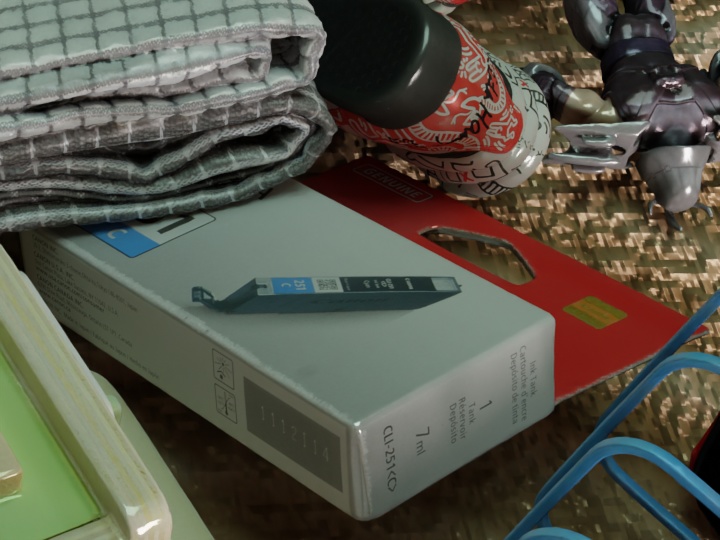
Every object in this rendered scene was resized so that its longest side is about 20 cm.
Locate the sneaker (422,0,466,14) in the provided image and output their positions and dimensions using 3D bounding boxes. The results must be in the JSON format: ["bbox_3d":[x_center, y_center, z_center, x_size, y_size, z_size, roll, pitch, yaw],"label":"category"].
[{"bbox_3d":[0.057,-0.198,0.929,0.077,0.085,0.201,45,46,-37],"label":"sneaker"}]

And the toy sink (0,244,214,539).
[{"bbox_3d":[-0.136,0.077,0.695,0.199,0.112,0.131,-18,56,-30],"label":"toy sink"}]

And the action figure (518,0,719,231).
[{"bbox_3d":[0.120,-0.105,0.974,0.130,0.069,0.201,0,61,-26],"label":"action figure"}]

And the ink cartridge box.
[{"bbox_3d":[0.000,0.000,0.807,0.176,0.045,0.200,-26,37,-34],"label":"ink cartridge box"}]

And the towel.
[{"bbox_3d":[-0.125,-0.086,0.829,0.199,0.086,0.166,-12,42,-11],"label":"towel"}]

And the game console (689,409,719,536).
[{"bbox_3d":[0.209,0.069,0.746,0.177,0.200,0.031,38,50,18],"label":"game console"}]

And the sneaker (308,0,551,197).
[{"bbox_3d":[-0.006,-0.088,0.925,0.108,0.067,0.201,31,-2,-43],"label":"sneaker"}]

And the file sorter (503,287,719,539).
[{"bbox_3d":[0.100,0.117,0.696,0.123,0.139,0.200,42,49,5],"label":"file sorter"}]
